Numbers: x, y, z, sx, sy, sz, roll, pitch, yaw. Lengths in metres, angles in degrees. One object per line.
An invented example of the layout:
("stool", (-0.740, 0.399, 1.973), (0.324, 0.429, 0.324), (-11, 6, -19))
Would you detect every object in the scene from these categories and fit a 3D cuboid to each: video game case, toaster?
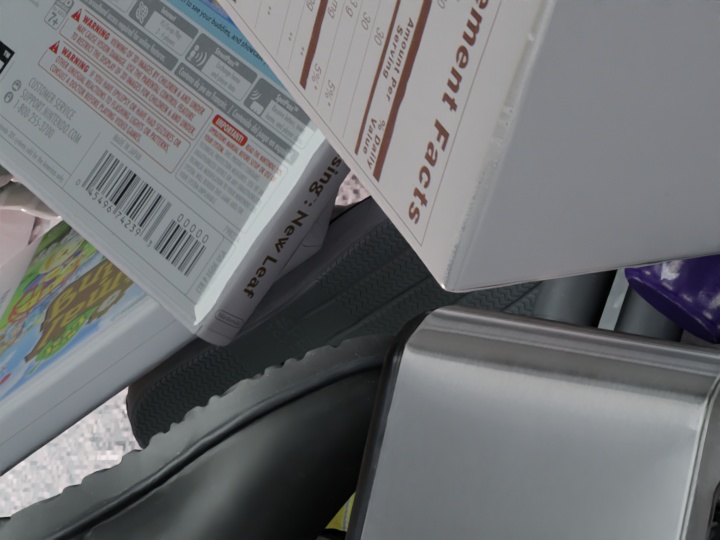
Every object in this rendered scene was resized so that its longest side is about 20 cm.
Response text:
("video game case", (-0.081, -0.005, 0.896), (0.200, 0.022, 0.182), (-35, 19, 23))
("video game case", (-0.057, -0.101, 0.803), (0.200, 0.022, 0.182), (39, 97, 36))
("toaster", (0.084, 0.105, 0.668), (0.118, 0.181, 0.201), (6, 79, 42))

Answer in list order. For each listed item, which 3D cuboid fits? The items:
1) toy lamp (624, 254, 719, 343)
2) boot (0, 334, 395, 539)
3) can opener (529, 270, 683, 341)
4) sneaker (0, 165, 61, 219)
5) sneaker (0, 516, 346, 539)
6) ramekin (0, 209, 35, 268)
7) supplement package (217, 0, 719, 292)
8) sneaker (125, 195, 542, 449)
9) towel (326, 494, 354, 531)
("toy lamp", (0.145, -0.068, 0.674), (0.200, 0.058, 0.058), (-53, 42, -7))
("boot", (-0.015, 0.141, 0.734), (0.165, 0.066, 0.200), (-30, 67, 4))
("can opener", (0.079, 0.020, 0.788), (0.053, 0.066, 0.200), (17, 80, 9))
("sneaker", (-0.168, -0.066, 0.971), (0.082, 0.200, 0.077), (42, 101, 19))
("sneaker", (-0.077, 0.130, 0.827), (0.199, 0.077, 0.089), (-1, 80, 18))
("ramekin", (-0.235, -0.041, 1.115), (0.200, 0.098, 0.201), (-18, 64, 42))
("supplement package", (0.036, -0.103, 0.621), (0.200, 0.117, 0.118), (52, 137, 40))
("sneaker", (0.000, 0.000, 0.864), (0.200, 0.073, 0.071), (-26, 31, 19))
("towel", (-0.001, 0.138, 0.858), (0.143, 0.023, 0.200), (10, 83, 47))
